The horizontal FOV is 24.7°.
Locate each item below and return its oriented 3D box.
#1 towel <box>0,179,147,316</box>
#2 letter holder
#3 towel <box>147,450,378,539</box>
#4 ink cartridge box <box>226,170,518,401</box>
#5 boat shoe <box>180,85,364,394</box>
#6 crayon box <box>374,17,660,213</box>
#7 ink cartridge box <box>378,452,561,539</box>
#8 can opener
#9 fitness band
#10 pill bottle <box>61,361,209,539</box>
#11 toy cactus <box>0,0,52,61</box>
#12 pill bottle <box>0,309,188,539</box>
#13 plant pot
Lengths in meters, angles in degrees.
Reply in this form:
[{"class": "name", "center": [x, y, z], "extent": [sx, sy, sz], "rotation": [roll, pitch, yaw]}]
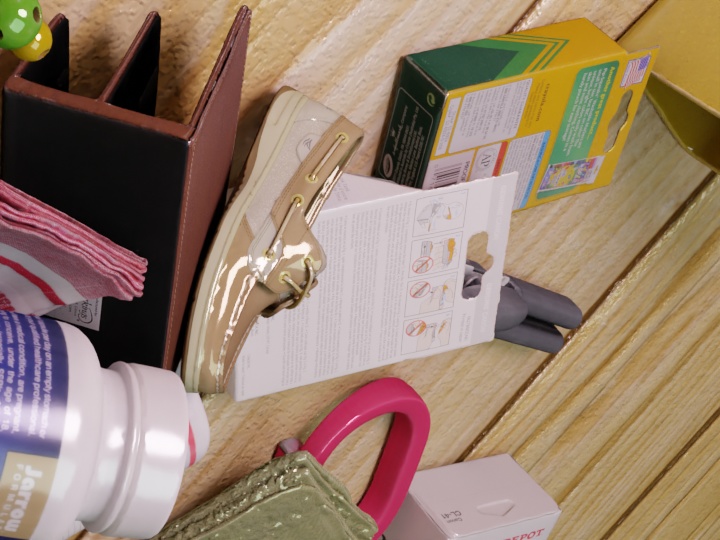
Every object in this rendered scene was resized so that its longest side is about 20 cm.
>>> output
[{"class": "towel", "center": [-0.227, 0.003, 0.833], "extent": [0.198, 0.023, 0.144], "rotation": [-14, 155, 26]}, {"class": "letter holder", "center": [-0.131, -0.048, 0.919], "extent": [0.143, 0.100, 0.201], "rotation": [-71, 176, -48]}, {"class": "towel", "center": [-0.092, 0.220, 1.244], "extent": [0.199, 0.037, 0.149], "rotation": [-33, 135, 2]}, {"class": "ink cartridge box", "center": [0.000, 0.000, 1.108], "extent": [0.198, 0.050, 0.162], "rotation": [-14, 136, -19]}, {"class": "boat shoe", "center": [-0.051, -0.015, 0.974], "extent": [0.074, 0.066, 0.202], "rotation": [105, 5, -71]}, {"class": "crayon box", "center": [0.106, -0.101, 1.146], "extent": [0.199, 0.052, 0.127], "rotation": [-16, 137, -34]}, {"class": "ink cartridge box", "center": [0.072, 0.272, 1.466], "extent": [0.147, 0.086, 0.201], "rotation": [-6, 129, -42]}, {"class": "can opener", "center": [0.121, 0.039, 1.292], "extent": [0.199, 0.067, 0.054], "rotation": [17, 114, -52]}, {"class": "fitness band", "center": [-0.015, 0.169, 1.318], "extent": [0.143, 0.037, 0.201], "rotation": [-14, 136, -40]}, {"class": "pill bottle", "center": [-0.200, 0.113, 1.002], "extent": [0.199, 0.109, 0.109], "rotation": [-28, 142, -22]}, {"class": "toy cactus", "center": [-0.202, -0.126, 0.742], "extent": [0.101, 0.200, 0.167], "rotation": [9, 78, -27]}, {"class": "pill bottle", "center": [-0.194, 0.079, 0.830], "extent": [0.198, 0.120, 0.120], "rotation": [12, 120, -25]}, {"class": "plant pot", "center": [0.345, -0.158, 1.221], "extent": [0.200, 0.194, 0.195], "rotation": [-51, 145, 1]}]
